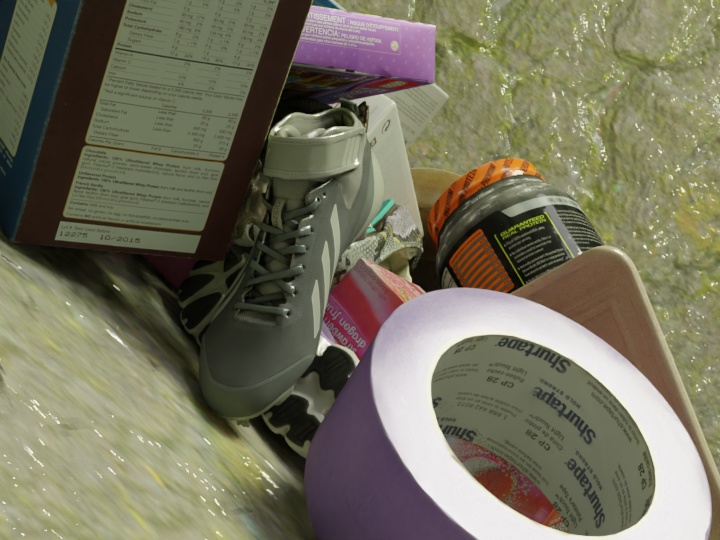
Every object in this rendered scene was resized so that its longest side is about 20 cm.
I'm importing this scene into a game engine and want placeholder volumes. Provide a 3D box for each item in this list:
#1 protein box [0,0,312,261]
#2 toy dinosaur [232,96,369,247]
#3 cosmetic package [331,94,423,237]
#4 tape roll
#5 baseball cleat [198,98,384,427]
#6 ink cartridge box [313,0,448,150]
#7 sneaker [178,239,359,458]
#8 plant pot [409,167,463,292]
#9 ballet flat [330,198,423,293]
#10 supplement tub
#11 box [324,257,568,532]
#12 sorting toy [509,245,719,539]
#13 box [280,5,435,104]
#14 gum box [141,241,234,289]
[{"bbox_3d":[-0.142,-0.145,1.022,0.134,0.202,0.199,5,28,-33],"label":"protein box"},{"bbox_3d":[-0.046,-0.083,1.151,0.101,0.078,0.200,5,24,2],"label":"toy dinosaur"},{"bbox_3d":[-0.019,-0.073,1.356,0.101,0.074,0.201,34,-19,24],"label":"cosmetic package"},{"bbox_3d":[0.076,0.110,0.933,0.198,0.085,0.201,20,37,-16],"label":"tape roll"},{"bbox_3d":[-0.046,-0.015,1.009,0.069,0.201,0.107,6,-42,20],"label":"baseball cleat"},{"bbox_3d":[-0.041,-0.110,1.491,0.085,0.201,0.144,41,6,32],"label":"ink cartridge box"},{"bbox_3d":[-0.045,0.057,1.082,0.201,0.080,0.084,56,-2,39],"label":"sneaker"},{"bbox_3d":[0.063,0.013,1.476,0.200,0.200,0.027,42,41,5],"label":"plant pot"},{"bbox_3d":[0.000,0.000,1.219,0.072,0.072,0.200,42,21,6],"label":"ballet flat"},{"bbox_3d":[0.133,0.023,1.321,0.122,0.122,0.201,30,27,-55],"label":"supplement tub"},{"bbox_3d":[0.048,0.100,1.120,0.200,0.103,0.094,47,10,27],"label":"box"},{"bbox_3d":[0.145,0.103,1.142,0.036,0.185,0.202,-18,80,-41],"label":"sorting toy"},{"bbox_3d":[-0.063,-0.133,1.147,0.136,0.040,0.199,4,-4,-34],"label":"box"},{"bbox_3d":[-0.113,-0.044,1.240,0.113,0.066,0.200,42,8,-7],"label":"gum box"}]
